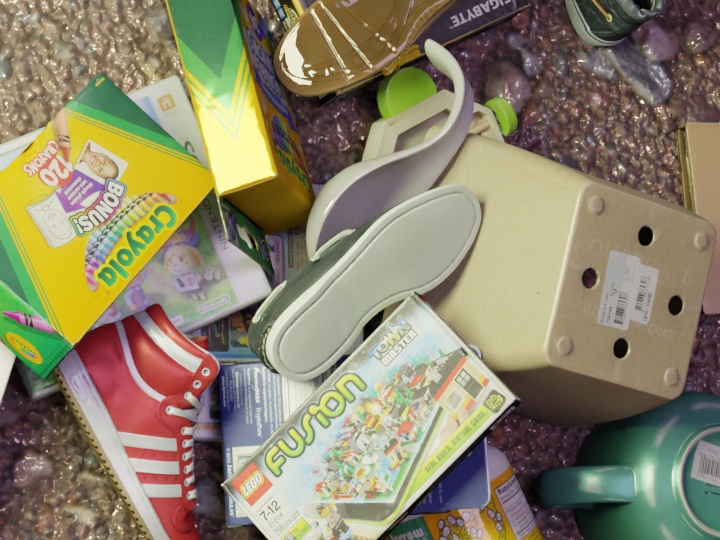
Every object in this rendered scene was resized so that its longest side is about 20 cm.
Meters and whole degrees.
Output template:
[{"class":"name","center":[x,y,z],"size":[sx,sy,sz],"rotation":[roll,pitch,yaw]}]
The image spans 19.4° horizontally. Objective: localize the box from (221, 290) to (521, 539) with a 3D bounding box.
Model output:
[{"class":"box","center":[0.007,0.125,1.514],"size":[0.200,0.035,0.110],"rotation":[-46,78,4]}]

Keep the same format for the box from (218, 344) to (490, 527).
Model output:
[{"class":"box","center":[-0.004,0.122,1.550],"size":[0.198,0.032,0.123],"rotation":[-5,83,11]}]

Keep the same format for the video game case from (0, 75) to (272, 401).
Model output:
[{"class":"video game case","center":[-0.189,-0.026,1.560],"size":[0.199,0.022,0.184],"rotation":[-23,87,-17]}]

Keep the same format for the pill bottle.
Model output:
[{"class":"pill bottle","center":[0.079,0.203,1.604],"size":[0.112,0.113,0.202],"rotation":[-24,91,-25]}]

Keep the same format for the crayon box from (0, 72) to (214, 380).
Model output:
[{"class":"crayon box","center":[-0.202,-0.033,1.477],"size":[0.119,0.058,0.200],"rotation":[42,48,-5]}]

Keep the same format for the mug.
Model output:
[{"class":"mug","center":[0.251,0.182,1.682],"size":[0.184,0.114,0.153],"rotation":[-33,94,-25]}]

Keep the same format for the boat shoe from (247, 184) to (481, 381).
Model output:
[{"class":"boat shoe","center":[0.000,0.000,1.544],"size":[0.199,0.060,0.076],"rotation":[-35,118,-17]}]

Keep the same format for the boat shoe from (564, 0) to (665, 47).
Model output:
[{"class":"boat shoe","center":[0.192,-0.291,1.756],"size":[0.070,0.091,0.202],"rotation":[-26,91,-25]}]

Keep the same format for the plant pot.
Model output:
[{"class":"plant pot","center":[0.156,0.012,1.604],"size":[0.199,0.176,0.202],"rotation":[17,85,-31]}]

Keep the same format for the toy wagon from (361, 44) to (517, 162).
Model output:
[{"class":"toy wagon","center":[0.062,-0.082,1.672],"size":[0.154,0.039,0.202],"rotation":[-30,102,-27]}]

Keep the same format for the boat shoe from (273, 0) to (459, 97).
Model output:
[{"class":"boat shoe","center":[0.019,-0.197,1.624],"size":[0.200,0.072,0.072],"rotation":[-40,85,-8]}]

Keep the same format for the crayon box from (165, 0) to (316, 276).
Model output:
[{"class":"crayon box","center":[-0.083,-0.109,1.563],"size":[0.051,0.126,0.202],"rotation":[-17,75,9]}]

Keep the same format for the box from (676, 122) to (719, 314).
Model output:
[{"class":"box","center":[0.370,-0.045,1.827],"size":[0.198,0.021,0.165],"rotation":[-1,81,-24]}]

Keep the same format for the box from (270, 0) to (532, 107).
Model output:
[{"class":"box","center":[0.021,-0.245,1.698],"size":[0.199,0.049,0.161],"rotation":[-26,90,-25]}]

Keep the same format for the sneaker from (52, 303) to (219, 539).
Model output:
[{"class":"sneaker","center":[-0.134,0.121,1.526],"size":[0.112,0.071,0.201],"rotation":[-30,107,-12]}]

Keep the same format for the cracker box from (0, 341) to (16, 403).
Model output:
[{"class":"cracker box","center":[-0.318,0.082,1.469],"size":[0.133,0.058,0.202],"rotation":[18,76,-10]}]

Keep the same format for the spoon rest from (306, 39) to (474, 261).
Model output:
[{"class":"spoon rest","center":[0.025,-0.076,1.584],"size":[0.201,0.060,0.099],"rotation":[-58,149,-10]}]

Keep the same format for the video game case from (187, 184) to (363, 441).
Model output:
[{"class":"video game case","center":[-0.083,0.030,1.615],"size":[0.180,0.024,0.202],"rotation":[2,80,-23]}]
